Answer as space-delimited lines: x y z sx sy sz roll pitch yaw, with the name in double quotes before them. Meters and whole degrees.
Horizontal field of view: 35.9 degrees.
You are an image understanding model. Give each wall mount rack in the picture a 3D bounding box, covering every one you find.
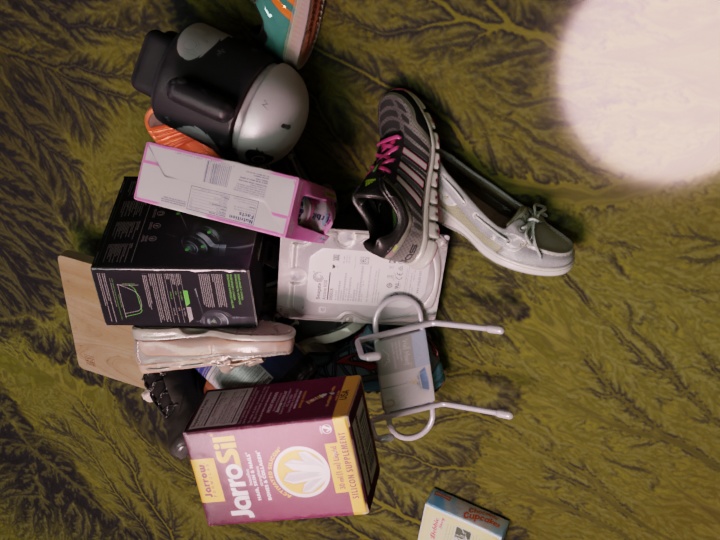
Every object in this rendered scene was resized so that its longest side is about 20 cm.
"wall mount rack" 0.087 0.127 1.333 0.172 0.075 0.202 -12 114 -7

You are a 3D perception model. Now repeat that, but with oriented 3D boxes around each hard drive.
"hard drive" 0.000 0.000 1.323 0.197 0.038 0.141 5 126 -4

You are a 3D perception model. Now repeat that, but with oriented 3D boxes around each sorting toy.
"sorting toy" -0.318 0.067 1.587 0.198 0.070 0.201 14 127 22

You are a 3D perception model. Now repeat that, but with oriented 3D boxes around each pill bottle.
"pill bottle" -0.127 0.123 1.391 0.200 0.112 0.112 43 132 5

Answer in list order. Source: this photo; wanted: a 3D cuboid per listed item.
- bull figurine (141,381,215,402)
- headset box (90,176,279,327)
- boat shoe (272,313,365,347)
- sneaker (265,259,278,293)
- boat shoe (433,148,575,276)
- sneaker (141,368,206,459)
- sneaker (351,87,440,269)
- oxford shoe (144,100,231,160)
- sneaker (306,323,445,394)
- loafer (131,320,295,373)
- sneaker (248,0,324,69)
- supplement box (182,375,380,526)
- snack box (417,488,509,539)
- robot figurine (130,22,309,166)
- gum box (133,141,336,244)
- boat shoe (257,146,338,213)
"bull figurine" -0.196 0.173 1.514 0.198 0.122 0.065 -6 148 -13
"headset box" -0.198 -0.026 1.323 0.197 0.175 0.093 0 132 4
"boat shoe" -0.078 0.069 1.447 0.199 0.074 0.061 -19 104 42
"sneaker" -0.181 -0.020 1.448 0.199 0.074 0.079 26 165 19
"boat shoe" 0.150 -0.063 1.226 0.201 0.074 0.065 34 132 17
"sneaker" -0.236 0.154 1.400 0.090 0.201 0.076 31 115 -28
"sneaker" 0.034 -0.102 1.209 0.073 0.087 0.202 -9 83 53
"oxford shoe" -0.193 -0.148 1.379 0.071 0.073 0.201 -15 131 16
"sneaker" 0.011 0.104 1.427 0.198 0.079 0.097 -1 115 20
"loafer" -0.172 0.093 1.313 0.198 0.072 0.064 2 102 10
"sneaker" -0.077 -0.313 1.187 0.079 0.072 0.201 25 132 8
"supplement box" -0.088 0.209 1.294 0.198 0.103 0.132 -8 111 13
"snack box" 0.135 0.409 1.577 0.115 0.037 0.202 21 129 16
"robot figurine" -0.155 -0.196 1.241 0.198 0.151 0.125 26 144 9
"gum box" -0.131 -0.083 1.220 0.198 0.113 0.067 15 93 19
"boat shoe" -0.058 -0.076 1.342 0.067 0.072 0.201 -28 117 8
